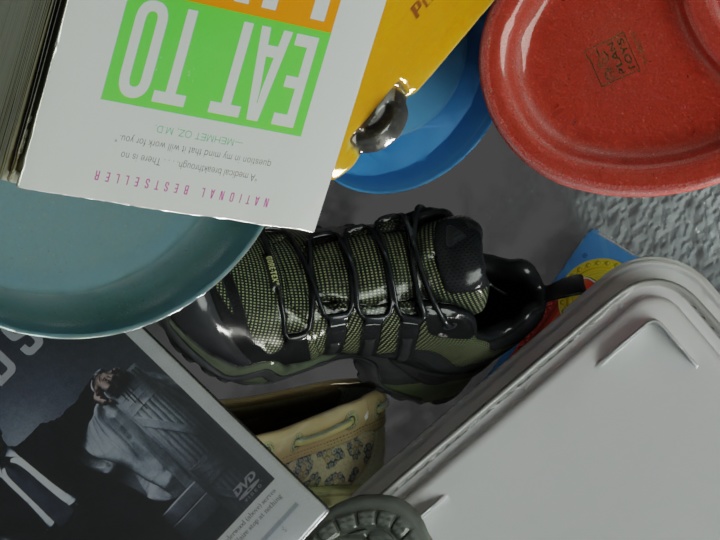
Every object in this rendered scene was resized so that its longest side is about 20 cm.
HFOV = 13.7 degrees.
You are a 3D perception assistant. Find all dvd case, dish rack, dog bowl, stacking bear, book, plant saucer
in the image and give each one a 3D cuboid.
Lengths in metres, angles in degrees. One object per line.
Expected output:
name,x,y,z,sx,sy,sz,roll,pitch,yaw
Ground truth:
dvd case,-0.134,0.077,1.152,0.200,0.025,0.150,44,78,-3
dish rack,0.105,0.111,1.242,0.200,0.044,0.172,-41,85,2
dog bowl,0.004,-0.132,1.222,0.111,0.050,0.200,-17,118,-30
stacking bear,0.123,-0.090,1.252,0.114,0.200,0.122,-24,89,15
book,-0.041,-0.118,0.939,0.133,0.048,0.200,9,102,-42
plant saucer,-0.115,-0.074,1.137,0.200,0.027,0.200,1,89,-30

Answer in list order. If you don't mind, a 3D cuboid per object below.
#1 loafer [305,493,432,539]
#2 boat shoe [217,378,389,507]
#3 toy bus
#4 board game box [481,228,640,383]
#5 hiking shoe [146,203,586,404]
loafer,0.007,0.190,1.215,0.070,0.075,0.200,-1,91,-76
boat shoe,-0.068,0.073,1.247,0.200,0.073,0.063,3,101,-48
toy bus,0.019,-0.133,1.140,0.200,0.078,0.065,-50,139,-12
board game box,0.129,0.115,1.318,0.200,0.196,0.056,-55,154,-5
hiking shoe,0.000,0.000,1.233,0.200,0.076,0.101,9,146,-46
